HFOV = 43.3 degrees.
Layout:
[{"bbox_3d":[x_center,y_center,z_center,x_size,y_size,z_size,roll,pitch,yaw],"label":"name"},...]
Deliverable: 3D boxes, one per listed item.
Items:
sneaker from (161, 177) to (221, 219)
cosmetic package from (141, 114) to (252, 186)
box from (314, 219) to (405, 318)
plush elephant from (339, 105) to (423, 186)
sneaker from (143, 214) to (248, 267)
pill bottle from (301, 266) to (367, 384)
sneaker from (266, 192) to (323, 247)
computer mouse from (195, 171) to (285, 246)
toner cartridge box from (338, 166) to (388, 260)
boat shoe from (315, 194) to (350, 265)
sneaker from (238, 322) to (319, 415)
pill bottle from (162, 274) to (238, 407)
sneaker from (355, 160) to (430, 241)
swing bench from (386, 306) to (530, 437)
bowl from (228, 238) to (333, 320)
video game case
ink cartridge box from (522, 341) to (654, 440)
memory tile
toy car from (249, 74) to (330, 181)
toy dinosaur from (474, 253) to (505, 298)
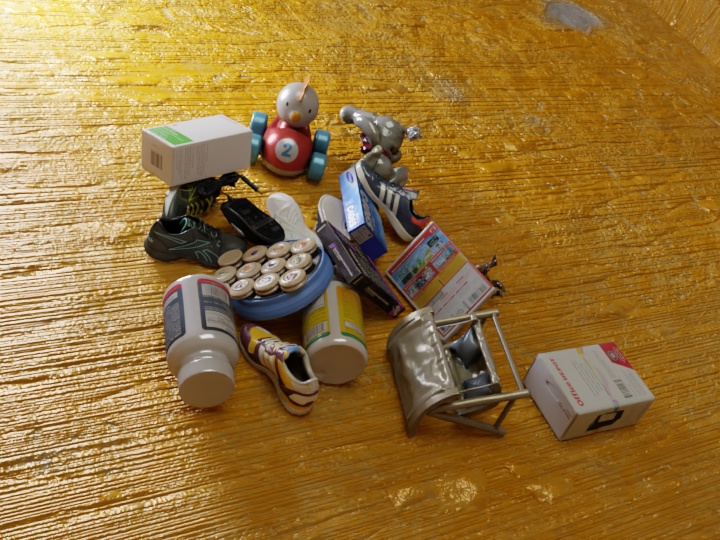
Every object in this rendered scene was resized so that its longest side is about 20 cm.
[{"bbox_3d":[-0.328,-0.140,1.777,0.083,0.075,0.201,21,40,-1],"label":"sneaker"},{"bbox_3d":[-0.320,-0.238,1.784,0.107,0.086,0.199,29,35,33],"label":"cosmetic package"},{"bbox_3d":[0.000,0.000,1.711,0.144,0.036,0.200,56,8,34],"label":"box"},{"bbox_3d":[0.035,-0.257,2.033,0.198,0.165,0.156,14,68,43],"label":"plush elephant"},{"bbox_3d":[-0.301,-0.057,1.695,0.197,0.080,0.076,1,42,-26],"label":"sneaker"},{"bbox_3d":[-0.050,0.092,1.618,0.111,0.114,0.202,8,41,-16],"label":"pill bottle"},{"bbox_3d":[-0.147,-0.080,1.799,0.079,0.071,0.201,-16,51,-26],"label":"sneaker"},{"bbox_3d":[-0.220,-0.115,1.780,0.199,0.046,0.140,36,34,8],"label":"computer mouse"},{"bbox_3d":[0.005,-0.120,1.884,0.095,0.043,0.202,51,19,-37],"label":"toner cartridge box"},{"bbox_3d":[-0.058,-0.084,1.849,0.073,0.061,0.201,16,32,-19],"label":"boat shoe"},{"bbox_3d":[-0.133,0.144,1.538,0.074,0.091,0.200,-20,56,-39],"label":"sneaker"},{"bbox_3d":[-0.261,0.117,1.487,0.117,0.121,0.202,4,43,-20],"label":"pill bottle"},{"bbox_3d":[0.073,-0.164,1.921,0.201,0.084,0.075,51,18,-9],"label":"sneaker"},{"bbox_3d":[0.165,0.177,1.609,0.196,0.131,0.201,4,43,-20],"label":"swing bench"},{"bbox_3d":[-0.147,0.011,1.637,0.197,0.040,0.202,-15,32,10],"label":"bowl"},{"bbox_3d":[0.155,0.020,1.782,0.201,0.143,0.017,50,11,29],"label":"video game case"},{"bbox_3d":[0.427,0.224,1.712,0.197,0.084,0.147,-5,47,-29],"label":"ink cartridge box"},{"bbox_3d":[-0.178,-0.003,1.622,0.196,0.017,0.154,-10,33,17],"label":"memory tile"},{"bbox_3d":[-0.144,-0.328,1.971,0.181,0.202,0.178,15,40,-8],"label":"toy car"},{"bbox_3d":[0.215,0.030,1.842,0.200,0.133,0.087,-45,116,-68],"label":"toy dinosaur"}]
